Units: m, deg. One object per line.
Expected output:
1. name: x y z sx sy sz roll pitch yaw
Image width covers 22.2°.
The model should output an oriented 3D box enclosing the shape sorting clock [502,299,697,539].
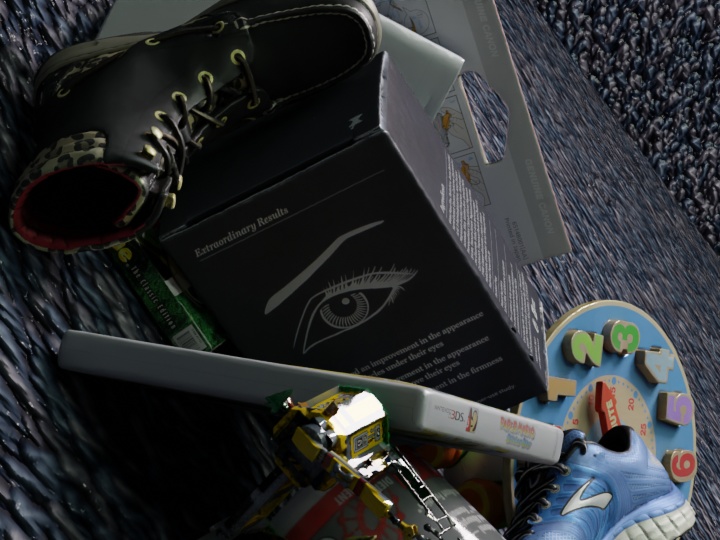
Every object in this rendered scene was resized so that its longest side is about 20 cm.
1. shape sorting clock: 0.156 0.119 1.154 0.200 0.039 0.200 0 90 -43

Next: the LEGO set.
1. LEGO set: -0.017 0.157 0.777 0.200 0.154 0.116 57 35 7

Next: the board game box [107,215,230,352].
1. board game box: -0.096 -0.011 1.112 0.105 0.023 0.200 58 16 -3

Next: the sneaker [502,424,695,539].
1. sneaker: 0.107 0.144 1.047 0.200 0.079 0.089 -23 85 -48

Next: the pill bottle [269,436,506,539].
1. pill bottle: 0.045 0.185 0.888 0.200 0.116 0.116 43 12 19

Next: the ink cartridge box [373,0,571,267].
1. ink cartridge box: 0.019 -0.079 1.153 0.045 0.176 0.200 -85 158 -80

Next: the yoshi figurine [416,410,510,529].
1. yoshi figurine: 0.085 0.140 1.253 0.200 0.112 0.112 -7 106 -58

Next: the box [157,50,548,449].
1. box: 0.000 0.000 1.067 0.200 0.148 0.104 58 18 -26

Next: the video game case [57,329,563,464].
1. video game case: -0.020 0.065 0.927 0.182 0.200 0.023 22 78 -62

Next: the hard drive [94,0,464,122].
1. hard drive: -0.057 -0.114 1.099 0.200 0.132 0.025 26 10 -12

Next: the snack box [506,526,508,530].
1. snack box: 0.120 0.165 1.173 0.072 0.024 0.200 30 70 -54

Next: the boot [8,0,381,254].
1. boot: -0.087 -0.080 0.978 0.154 0.203 0.074 -88 162 -57
